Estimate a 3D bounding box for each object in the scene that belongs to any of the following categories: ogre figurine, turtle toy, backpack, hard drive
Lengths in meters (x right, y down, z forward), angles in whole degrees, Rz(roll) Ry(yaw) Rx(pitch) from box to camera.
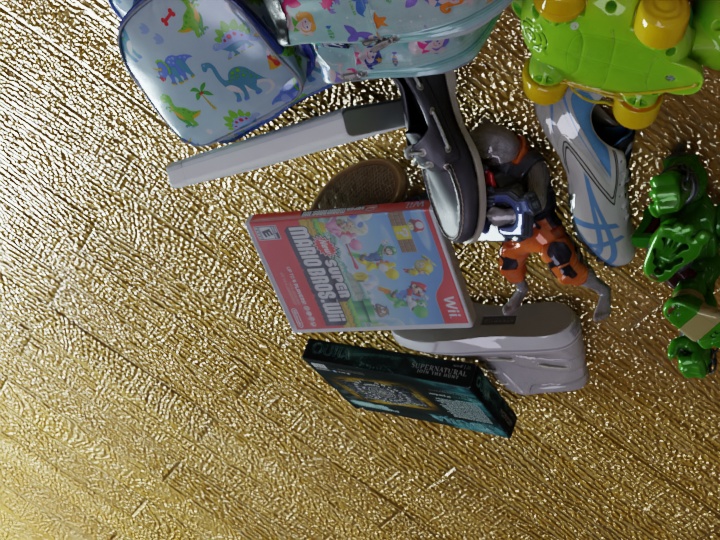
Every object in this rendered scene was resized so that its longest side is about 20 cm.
[{"bbox_3d":[0.277,-0.020,1.047,0.098,0.120,0.200,-22,119,33],"label":"ogre figurine"},{"bbox_3d":[0.212,-0.187,0.939,0.198,0.102,0.146,16,156,9],"label":"turtle toy"},{"bbox_3d":[-0.117,-0.219,1.040,0.182,0.147,0.200,-22,115,36],"label":"backpack"},{"bbox_3d":[0.037,-0.235,0.927,0.199,0.178,0.151,-6,128,32],"label":"backpack"},{"bbox_3d":[-0.060,-0.116,1.120,0.199,0.132,0.027,-12,95,33],"label":"hard drive"}]

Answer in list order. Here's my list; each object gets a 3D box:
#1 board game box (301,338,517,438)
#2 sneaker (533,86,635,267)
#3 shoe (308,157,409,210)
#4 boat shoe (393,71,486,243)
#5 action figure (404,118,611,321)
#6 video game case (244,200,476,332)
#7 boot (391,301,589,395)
[{"bbox_3d":[0.052,0.123,1.301,0.199,0.028,0.135,8,156,30],"label":"board game box"},{"bbox_3d":[0.209,-0.082,1.062,0.072,0.072,0.201,-11,128,22],"label":"sneaker"},{"bbox_3d":[-0.015,-0.049,1.219,0.200,0.053,0.070,-39,76,39],"label":"shoe"},{"bbox_3d":[0.054,-0.115,1.058,0.072,0.062,0.202,2,109,60],"label":"boat shoe"},{"bbox_3d":[0.135,-0.051,1.134,0.199,0.104,0.194,17,137,55],"label":"action figure"},{"bbox_3d":[0.000,0.000,1.189,0.198,0.018,0.144,-3,127,26],"label":"video game case"},{"bbox_3d":[0.131,0.085,1.247,0.198,0.074,0.096,2,130,28],"label":"boot"}]
